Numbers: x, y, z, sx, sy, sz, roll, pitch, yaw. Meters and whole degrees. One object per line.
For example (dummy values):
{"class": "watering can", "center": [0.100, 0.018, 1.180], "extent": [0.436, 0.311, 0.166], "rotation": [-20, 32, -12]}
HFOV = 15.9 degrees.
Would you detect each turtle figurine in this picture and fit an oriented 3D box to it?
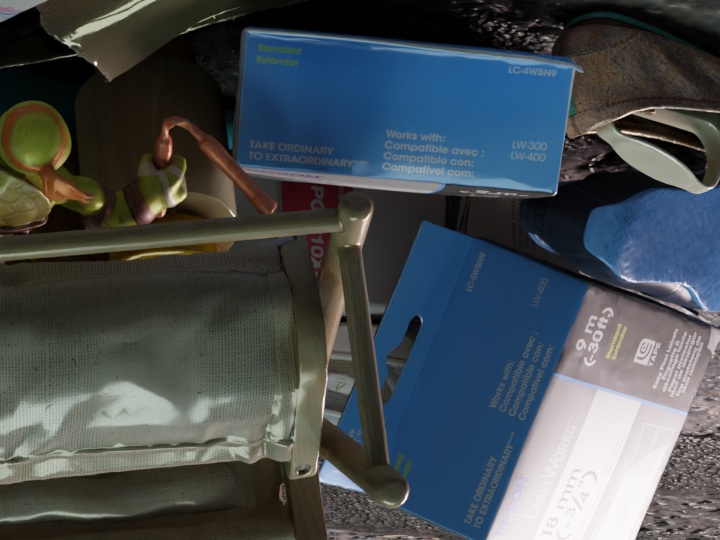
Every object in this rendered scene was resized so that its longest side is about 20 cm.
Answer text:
{"class": "turtle figurine", "center": [-0.149, -0.037, 1.086], "extent": [0.200, 0.064, 0.161], "rotation": [19, 160, -21]}

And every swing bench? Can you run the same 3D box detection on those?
{"class": "swing bench", "center": [-0.102, 0.058, 1.099], "extent": [0.199, 0.130, 0.200], "rotation": [-4, 169, -13]}

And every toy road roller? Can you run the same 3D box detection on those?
{"class": "toy road roller", "center": [-0.142, -0.011, 1.227], "extent": [0.146, 0.123, 0.200], "rotation": [-1, 146, -12]}

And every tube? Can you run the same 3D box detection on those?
{"class": "tube", "center": [-0.132, -0.073, 1.292], "extent": [0.200, 0.050, 0.077], "rotation": [6, 171, -30]}

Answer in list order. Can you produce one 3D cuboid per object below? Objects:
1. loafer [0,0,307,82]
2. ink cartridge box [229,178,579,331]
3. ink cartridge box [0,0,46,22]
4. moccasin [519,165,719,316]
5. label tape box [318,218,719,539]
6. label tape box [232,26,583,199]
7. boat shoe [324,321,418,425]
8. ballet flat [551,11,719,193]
{"class": "loafer", "center": [-0.101, -0.118, 1.101], "extent": [0.200, 0.068, 0.076], "rotation": [-4, 160, 23]}
{"class": "ink cartridge box", "center": [0.000, 0.000, 1.387], "extent": [0.200, 0.084, 0.145], "rotation": [10, 163, -34]}
{"class": "ink cartridge box", "center": [-0.184, -0.155, 0.979], "extent": [0.148, 0.086, 0.200], "rotation": [19, 158, -38]}
{"class": "moccasin", "center": [0.147, -0.027, 1.311], "extent": [0.068, 0.081, 0.200], "rotation": [17, 179, 30]}
{"class": "label tape box", "center": [0.085, 0.069, 1.309], "extent": [0.063, 0.144, 0.200], "rotation": [25, -175, 39]}
{"class": "label tape box", "center": [0.015, -0.068, 1.148], "extent": [0.143, 0.066, 0.200], "rotation": [5, -177, -3]}
{"class": "boat shoe", "center": [-0.061, 0.064, 1.338], "extent": [0.202, 0.065, 0.074], "rotation": [0, 165, 5]}
{"class": "ballet flat", "center": [0.174, -0.064, 1.210], "extent": [0.200, 0.067, 0.068], "rotation": [12, 159, -24]}
